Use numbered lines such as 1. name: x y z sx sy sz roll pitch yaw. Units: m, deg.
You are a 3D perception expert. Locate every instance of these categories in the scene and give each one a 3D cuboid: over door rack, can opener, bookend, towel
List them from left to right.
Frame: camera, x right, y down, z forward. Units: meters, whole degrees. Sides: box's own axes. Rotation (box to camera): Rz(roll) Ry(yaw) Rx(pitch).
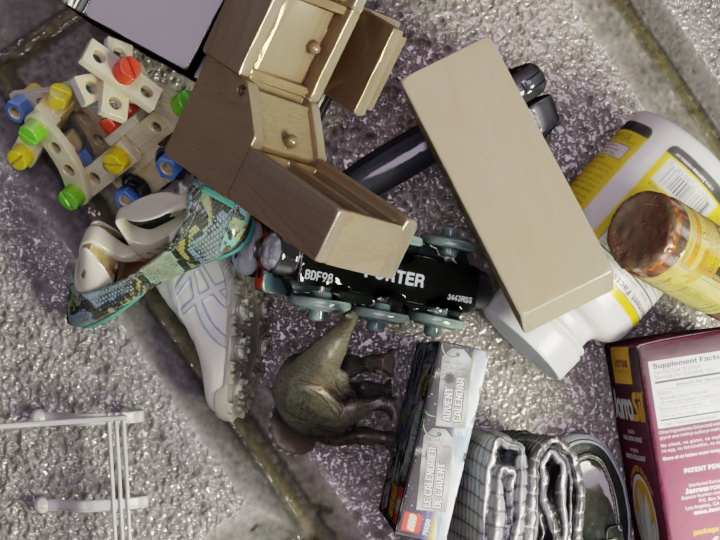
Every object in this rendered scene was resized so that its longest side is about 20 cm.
1. over door rack: -0.259 0.181 1.373 0.199 0.067 0.149 -3 88 -26
2. bookend: -0.103 -0.182 1.338 0.198 0.200 0.092 29 92 -3
3. can opener: 0.060 -0.101 1.422 0.199 0.063 0.079 -28 91 -6
4. towel: 0.111 0.219 1.365 0.085 0.166 0.201 3 88 -10

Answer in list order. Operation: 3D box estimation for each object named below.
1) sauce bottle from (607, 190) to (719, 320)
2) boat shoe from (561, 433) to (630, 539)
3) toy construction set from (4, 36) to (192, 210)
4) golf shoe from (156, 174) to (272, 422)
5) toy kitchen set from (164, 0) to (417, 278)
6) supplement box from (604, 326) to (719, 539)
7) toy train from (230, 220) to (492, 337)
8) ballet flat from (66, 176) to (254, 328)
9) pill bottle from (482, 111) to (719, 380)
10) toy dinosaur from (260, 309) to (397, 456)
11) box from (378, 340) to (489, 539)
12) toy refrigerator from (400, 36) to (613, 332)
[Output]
1. sauce bottle: 0.261 0.000 1.351 0.200 0.066 0.066 22 85 -45
2. boat shoe: 0.183 0.228 1.416 0.072 0.071 0.201 -4 88 -5
3. toy construction set: -0.184 -0.110 1.345 0.131 0.200 0.092 49 61 -10
4. golf shoe: -0.121 0.017 1.409 0.097 0.078 0.201 -2 85 15
5. toy kitchen set: 0.009 -0.120 1.258 0.180 0.163 0.201 35 105 40
6. supplement box: 0.255 0.148 1.406 0.085 0.110 0.201 -9 88 -6
7. toy train: 0.000 0.000 1.358 0.199 0.114 0.086 9 89 -34
8. ballet flat: -0.166 -0.019 1.350 0.200 0.074 0.074 -28 91 33
9. pill bottle: 0.190 -0.016 1.406 0.111 0.111 0.200 44 85 -2
10. toy dinosaur: -0.025 0.093 1.334 0.102 0.200 0.077 -3 69 -2
11. box: 0.051 0.122 1.344 0.040 0.200 0.138 13 86 -2
12. toy refrigerator: 0.108 -0.062 1.340 0.076 0.070 0.201 -27 75 1
